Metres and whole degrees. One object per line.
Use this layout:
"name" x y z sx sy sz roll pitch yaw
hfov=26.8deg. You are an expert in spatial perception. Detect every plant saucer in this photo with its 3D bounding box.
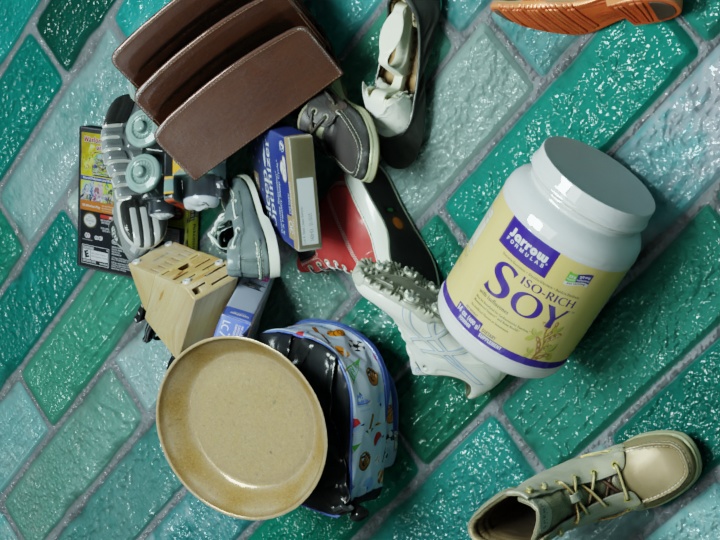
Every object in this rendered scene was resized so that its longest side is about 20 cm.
"plant saucer" -0.119 0.160 1.581 0.199 0.035 0.201 6 106 22

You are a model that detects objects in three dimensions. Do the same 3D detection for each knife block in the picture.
"knife block" -0.197 0.061 1.765 0.200 0.064 0.176 17 132 51

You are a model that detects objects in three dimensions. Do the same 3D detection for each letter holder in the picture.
"letter holder" -0.145 -0.219 1.587 0.200 0.142 0.101 -34 40 10

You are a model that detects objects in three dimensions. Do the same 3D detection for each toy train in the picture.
"toy train" -0.203 -0.159 1.724 0.113 0.085 0.201 -5 76 22

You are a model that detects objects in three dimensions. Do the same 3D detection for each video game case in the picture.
"video game case" -0.277 -0.081 1.878 0.199 0.025 0.182 11 103 38

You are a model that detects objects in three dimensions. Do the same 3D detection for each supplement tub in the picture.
"supplement tub" 0.178 -0.012 1.452 0.145 0.145 0.200 44 121 25

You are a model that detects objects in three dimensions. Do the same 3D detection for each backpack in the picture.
"backpack" -0.046 0.150 1.649 0.199 0.154 0.191 14 114 30

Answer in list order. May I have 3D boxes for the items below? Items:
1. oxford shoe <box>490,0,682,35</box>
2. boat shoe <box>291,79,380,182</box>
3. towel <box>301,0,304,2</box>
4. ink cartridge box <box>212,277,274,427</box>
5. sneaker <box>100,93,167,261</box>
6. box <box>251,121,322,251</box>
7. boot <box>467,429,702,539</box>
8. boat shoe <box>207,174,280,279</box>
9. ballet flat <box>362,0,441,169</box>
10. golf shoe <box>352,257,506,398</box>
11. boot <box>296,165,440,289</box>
"oxford shoe" 0.217 -0.272 1.446 0.199 0.071 0.073 1 77 34
"boat shoe" -0.037 -0.156 1.610 0.200 0.065 0.073 -125 41 -51
"towel" -0.126 -0.324 1.728 0.147 0.022 0.200 50 124 22
"ink cartridge box" -0.142 0.081 1.693 0.042 0.200 0.120 18 111 -2
"sneaker" -0.280 -0.104 1.819 0.116 0.075 0.201 129 139 -61
"box" -0.087 -0.100 1.647 0.200 0.032 0.122 -143 46 -69
"boot" 0.215 0.215 1.448 0.200 0.154 0.072 -24 82 38
"boat shoe" -0.139 -0.050 1.681 0.200 0.062 0.073 -121 23 -57
"ballet flat" 0.035 -0.204 1.586 0.068 0.068 0.201 17 107 34
"golf shoe" 0.065 0.066 1.536 0.200 0.078 0.097 31 115 -12
"boot" 0.000 0.000 1.645 0.144 0.072 0.201 -39 64 35
